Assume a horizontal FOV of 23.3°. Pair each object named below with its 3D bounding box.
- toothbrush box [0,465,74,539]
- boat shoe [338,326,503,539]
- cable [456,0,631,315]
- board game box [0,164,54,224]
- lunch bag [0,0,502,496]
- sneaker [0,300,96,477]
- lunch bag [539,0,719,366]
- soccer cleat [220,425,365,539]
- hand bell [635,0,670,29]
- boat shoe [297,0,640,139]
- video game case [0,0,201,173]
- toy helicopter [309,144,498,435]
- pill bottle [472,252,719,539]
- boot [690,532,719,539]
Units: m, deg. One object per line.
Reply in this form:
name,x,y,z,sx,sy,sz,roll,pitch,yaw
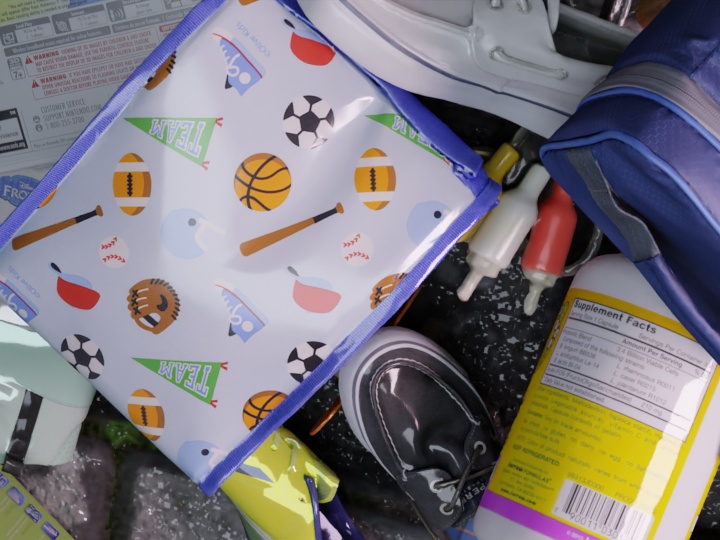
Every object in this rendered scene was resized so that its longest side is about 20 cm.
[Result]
toothbrush box,-0.228,0.202,1.025,0.200,0.146,0.086,46,112,-6
boat shoe,0.055,0.117,0.941,0.070,0.066,0.200,-31,120,-8
cable,0.106,-0.072,0.890,0.097,0.050,0.200,23,103,-13
board game box,-0.184,-0.091,0.976,0.200,0.026,0.200,15,112,8
lunch bag,-0.054,-0.027,0.840,0.170,0.124,0.200,42,112,-4
sneaker,-0.250,0.053,1.013,0.200,0.074,0.118,15,105,5
lunch bag,0.183,-0.023,0.761,0.200,0.136,0.132,45,83,-9
soccer cleat,-0.053,0.106,0.990,0.084,0.065,0.200,-19,111,36
hand bell,0.219,-0.159,0.834,0.200,0.104,0.104,-20,104,38
boat shoe,0.068,-0.113,0.817,0.200,0.074,0.065,16,127,-26
video game case,-0.163,-0.149,0.926,0.200,0.022,0.183,-9,106,16
toy helicopter,0.000,0.000,0.943,0.200,0.079,0.132,-27,95,7
pill bottle,0.139,0.063,0.885,0.104,0.104,0.200,23,85,4
boot,0.230,0.230,0.988,0.188,0.069,0.200,-24,109,12
